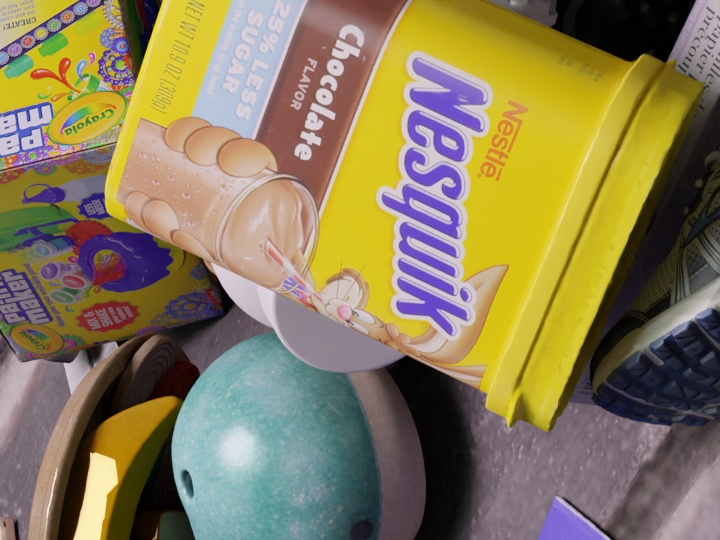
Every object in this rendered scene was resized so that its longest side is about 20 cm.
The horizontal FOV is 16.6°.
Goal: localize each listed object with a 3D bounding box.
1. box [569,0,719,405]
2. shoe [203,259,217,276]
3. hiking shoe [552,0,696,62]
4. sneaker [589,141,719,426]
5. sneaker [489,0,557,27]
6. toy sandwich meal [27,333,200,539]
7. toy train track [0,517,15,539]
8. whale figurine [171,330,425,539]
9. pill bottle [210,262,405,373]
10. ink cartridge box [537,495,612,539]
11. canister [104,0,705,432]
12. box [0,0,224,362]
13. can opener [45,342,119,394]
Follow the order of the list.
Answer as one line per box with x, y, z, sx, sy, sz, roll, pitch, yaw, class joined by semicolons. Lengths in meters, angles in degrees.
0.131;-0.035;1.018;0.039;0.041;0.201;51;125;48;box
0.000;0.000;1.203;0.200;0.053;0.070;13;64;52;shoe
0.089;-0.078;1.070;0.087;0.074;0.201;27;95;58;hiking shoe
0.161;-0.014;0.954;0.200;0.077;0.085;-44;39;33;sneaker
0.062;-0.119;1.019;0.200;0.075;0.100;-50;62;19;sneaker
-0.101;0.134;1.242;0.070;0.205;0.206;8;89;20;toy sandwich meal
-0.278;0.207;1.576;0.200;0.032;0.115;-42;50;45;toy train track
-0.043;0.123;1.176;0.159;0.103;0.201;51;137;43;whale figurine
-0.026;-0.040;1.126;0.109;0.108;0.200;-65;27;22;pill bottle
0.088;0.222;1.023;0.198;0.043;0.201;36;112;53;ink cartridge box
0.013;-0.045;0.963;0.199;0.087;0.149;25;115;9;canister
-0.163;-0.088;1.303;0.200;0.121;0.193;71;-174;-63;box
-0.153;0.079;1.397;0.053;0.066;0.201;-46;52;39;can opener
